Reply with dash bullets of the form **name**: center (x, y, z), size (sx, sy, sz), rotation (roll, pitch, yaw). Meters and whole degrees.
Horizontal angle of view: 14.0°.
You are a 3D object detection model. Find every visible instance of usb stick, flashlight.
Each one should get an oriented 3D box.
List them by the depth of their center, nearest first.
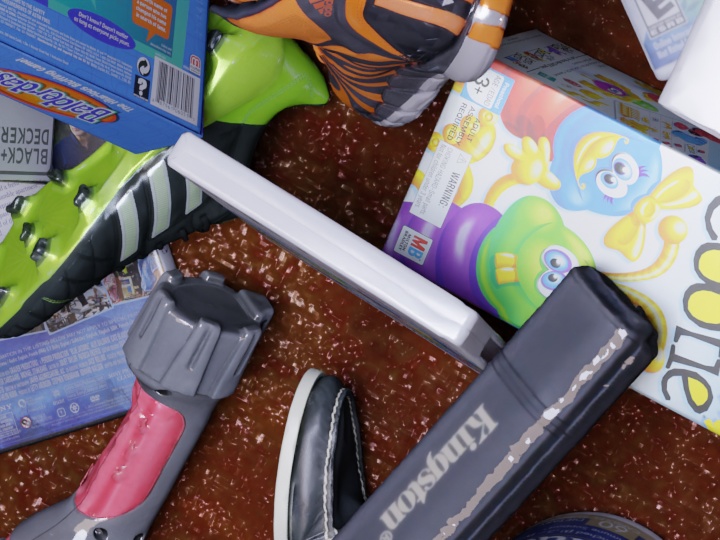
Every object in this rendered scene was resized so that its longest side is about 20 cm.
- **usb stick**: center (0.046, 0.083, 1.216), size (0.200, 0.033, 0.055), rotation (-49, 56, 13)
- **flashlight**: center (-0.115, 0.091, 1.370), size (0.068, 0.068, 0.200), rotation (27, 117, -2)

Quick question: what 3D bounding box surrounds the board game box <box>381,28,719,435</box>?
- **board game box**: center (0.128, -0.012, 1.260), size (0.200, 0.105, 0.103), rotation (28, 107, 14)

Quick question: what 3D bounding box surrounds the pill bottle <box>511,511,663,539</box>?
- **pill bottle**: center (0.076, 0.177, 1.257), size (0.111, 0.200, 0.111), rotation (3, 100, 19)

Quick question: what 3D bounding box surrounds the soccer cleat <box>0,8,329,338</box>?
- **soccer cleat**: center (-0.096, -0.034, 1.346), size (0.081, 0.068, 0.200), rotation (35, 106, -33)

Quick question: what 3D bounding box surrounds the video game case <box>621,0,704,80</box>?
- **video game case**: center (0.180, -0.204, 1.255), size (0.200, 0.022, 0.183), rotation (-24, 90, 21)

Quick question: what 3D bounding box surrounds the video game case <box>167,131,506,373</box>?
- **video game case**: center (0.000, 0.000, 1.260), size (0.143, 0.200, 0.018), rotation (32, 88, 12)

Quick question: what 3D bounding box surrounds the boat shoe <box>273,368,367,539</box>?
- **boat shoe**: center (-0.001, 0.144, 1.348), size (0.066, 0.074, 0.200), rotation (5, 101, 17)

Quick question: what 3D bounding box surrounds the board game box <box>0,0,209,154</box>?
- **board game box**: center (-0.126, -0.168, 1.261), size (0.045, 0.152, 0.201), rotation (-11, 67, 37)

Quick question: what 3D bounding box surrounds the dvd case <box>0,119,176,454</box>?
- **dvd case**: center (-0.164, -0.019, 1.410), size (0.142, 0.018, 0.201), rotation (-17, 93, 22)

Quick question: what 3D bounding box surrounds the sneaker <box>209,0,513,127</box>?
- **sneaker**: center (-0.010, -0.117, 1.229), size (0.112, 0.200, 0.078), rotation (16, 79, -11)

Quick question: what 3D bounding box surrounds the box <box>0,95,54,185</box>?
- **box**: center (-0.200, -0.142, 1.365), size (0.116, 0.060, 0.201), rotation (6, 93, 22)

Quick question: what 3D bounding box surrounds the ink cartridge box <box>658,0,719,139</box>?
- **ink cartridge box**: center (0.194, -0.133, 1.024), size (0.084, 0.145, 0.200), rotation (28, 106, 14)
